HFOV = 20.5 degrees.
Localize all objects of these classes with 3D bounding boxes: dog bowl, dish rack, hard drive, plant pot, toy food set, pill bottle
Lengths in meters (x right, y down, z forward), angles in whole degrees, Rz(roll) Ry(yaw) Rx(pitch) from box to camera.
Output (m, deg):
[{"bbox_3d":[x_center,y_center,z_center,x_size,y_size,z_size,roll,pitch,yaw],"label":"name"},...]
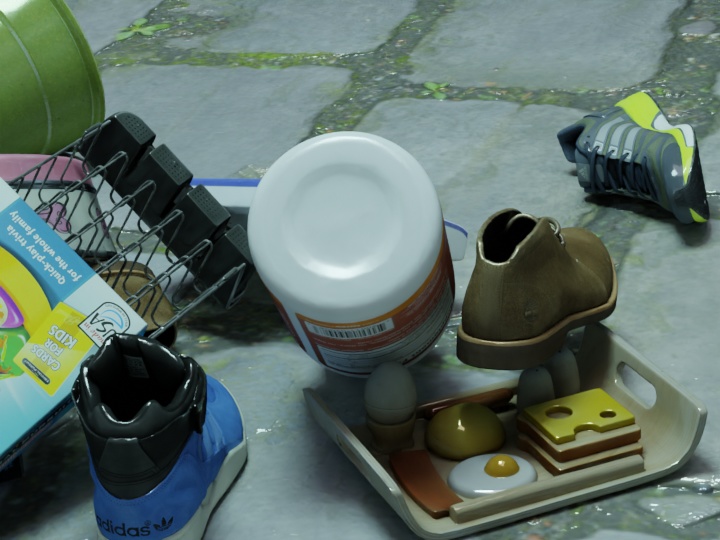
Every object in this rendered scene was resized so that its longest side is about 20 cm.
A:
[{"bbox_3d":[-0.269,-0.034,1.376,0.199,0.074,0.200,-5,-3,0],"label":"dog bowl"},{"bbox_3d":[-0.165,-0.011,1.274,0.153,0.055,0.200,46,42,3],"label":"dish rack"},{"bbox_3d":[-0.042,-0.036,1.375,0.199,0.026,0.132,4,-11,46],"label":"hard drive"},{"bbox_3d":[-0.345,-0.141,1.631,0.199,0.201,0.190,19,46,43],"label":"plant pot"},{"bbox_3d":[0.082,0.081,1.161,0.199,0.061,0.143,-13,25,-19],"label":"toy food set"},{"bbox_3d":[0.000,0.000,1.198,0.111,0.113,0.200,-2,-16,5],"label":"pill bottle"}]

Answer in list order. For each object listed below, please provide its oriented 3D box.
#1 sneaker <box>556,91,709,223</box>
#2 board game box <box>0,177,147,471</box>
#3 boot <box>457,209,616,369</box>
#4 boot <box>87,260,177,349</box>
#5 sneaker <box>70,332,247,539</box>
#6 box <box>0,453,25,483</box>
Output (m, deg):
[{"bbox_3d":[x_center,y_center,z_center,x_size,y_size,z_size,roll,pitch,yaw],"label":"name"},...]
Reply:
[{"bbox_3d":[0.208,-0.077,1.512,0.081,0.074,0.200,-16,18,-5],"label":"sneaker"},{"bbox_3d":[-0.245,0.047,1.134,0.151,0.047,0.200,44,60,5],"label":"board game box"},{"bbox_3d":[0.112,-0.005,1.209,0.073,0.076,0.200,5,17,20],"label":"boot"},{"bbox_3d":[-0.216,0.043,1.301,0.199,0.074,0.076,-11,34,-21],"label":"boot"},{"bbox_3d":[-0.113,0.077,1.141,0.076,0.112,0.200,0,23,9],"label":"sneaker"},{"bbox_3d":[-0.313,0.102,1.183,0.199,0.060,0.117,-15,26,-23],"label":"box"}]
